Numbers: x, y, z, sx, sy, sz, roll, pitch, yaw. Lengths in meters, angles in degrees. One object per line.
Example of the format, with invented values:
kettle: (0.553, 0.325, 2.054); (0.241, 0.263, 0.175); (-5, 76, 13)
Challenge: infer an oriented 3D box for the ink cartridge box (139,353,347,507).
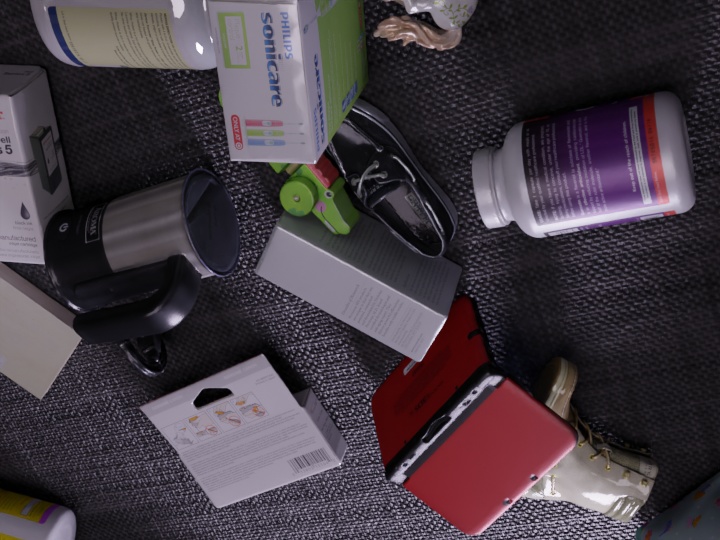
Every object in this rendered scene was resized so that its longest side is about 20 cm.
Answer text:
ink cartridge box: (-0.142, 0.190, 1.356); (0.198, 0.045, 0.177); (-23, 112, 25)

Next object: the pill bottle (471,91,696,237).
pill bottle: (0.210, -0.096, 1.050); (0.197, 0.113, 0.114); (-9, 117, 20)

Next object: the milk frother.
milk frother: (-0.218, 0.010, 1.237); (0.185, 0.183, 0.200); (-13, 159, 22)

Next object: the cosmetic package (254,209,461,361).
cosmetic package: (0.000, 0.000, 1.172); (0.198, 0.102, 0.072); (29, 124, -2)

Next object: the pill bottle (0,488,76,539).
pill bottle: (-0.499, 0.353, 1.517); (0.197, 0.105, 0.106); (14, 123, 8)

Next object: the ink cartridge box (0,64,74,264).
ink cartridge box: (-0.409, -0.118, 1.228); (0.143, 0.084, 0.203); (4, 120, 14)

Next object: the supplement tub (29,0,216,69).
supplement tub: (-0.193, -0.264, 1.045); (0.197, 0.146, 0.147); (4, 121, 13)

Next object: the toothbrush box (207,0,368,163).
toothbrush box: (-0.058, -0.206, 1.009); (0.085, 0.201, 0.148); (3, 122, 13)

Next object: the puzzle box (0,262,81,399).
puzzle box: (-0.447, 0.057, 1.376); (0.199, 0.026, 0.133); (37, 123, -7)

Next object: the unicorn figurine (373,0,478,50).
unicorn figurine: (0.093, -0.286, 1.004); (0.135, 0.075, 0.201); (20, 138, -8)

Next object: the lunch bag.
lunch bag: (0.388, 0.335, 1.200); (0.121, 0.201, 0.171); (38, 122, -8)

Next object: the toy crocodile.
toy crocodile: (-0.071, -0.121, 1.130); (0.062, 0.068, 0.201); (-38, 94, 32)

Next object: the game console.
game console: (0.119, 0.161, 1.226); (0.117, 0.174, 0.201); (19, 128, -29)

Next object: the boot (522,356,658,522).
boot: (0.257, 0.192, 1.230); (0.152, 0.072, 0.202); (15, 128, 7)

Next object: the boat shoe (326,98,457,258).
boat shoe: (0.021, -0.093, 1.131); (0.071, 0.068, 0.200); (-33, 106, 29)
